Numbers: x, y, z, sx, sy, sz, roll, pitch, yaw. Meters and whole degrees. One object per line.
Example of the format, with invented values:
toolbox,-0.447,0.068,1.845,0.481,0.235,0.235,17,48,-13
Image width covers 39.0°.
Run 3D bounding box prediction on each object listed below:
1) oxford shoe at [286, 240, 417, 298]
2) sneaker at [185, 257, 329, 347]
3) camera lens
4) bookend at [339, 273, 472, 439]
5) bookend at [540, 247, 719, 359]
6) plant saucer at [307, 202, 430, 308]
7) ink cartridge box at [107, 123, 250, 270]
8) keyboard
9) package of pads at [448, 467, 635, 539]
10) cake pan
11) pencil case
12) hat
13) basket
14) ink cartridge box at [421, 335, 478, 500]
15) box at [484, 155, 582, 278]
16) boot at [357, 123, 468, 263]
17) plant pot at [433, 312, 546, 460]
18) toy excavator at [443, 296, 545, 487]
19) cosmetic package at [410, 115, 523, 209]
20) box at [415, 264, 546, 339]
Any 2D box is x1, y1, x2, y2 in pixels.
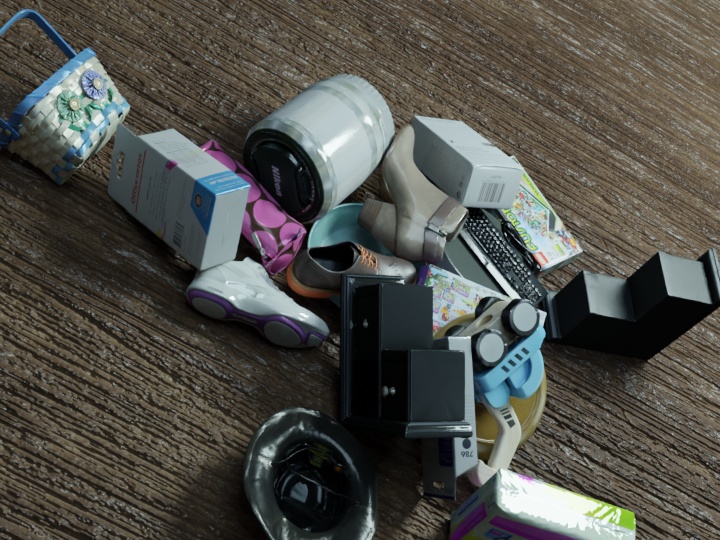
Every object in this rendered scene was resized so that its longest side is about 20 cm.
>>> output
oxford shoe,0.000,0.000,1.396,0.196,0.073,0.072,-1,58,-29
sneaker,-0.128,0.034,1.354,0.197,0.075,0.101,24,51,-10
camera lens,-0.061,-0.177,1.474,0.160,0.161,0.200,43,50,6
bookend,0.052,0.101,1.267,0.090,0.199,0.203,3,85,-24
bookend,0.408,0.038,1.541,0.196,0.199,0.094,10,56,-19
plant saucer,0.010,-0.004,1.476,0.196,0.036,0.203,13,55,-19
ink cartridge box,-0.242,-0.106,1.338,0.199,0.117,0.067,36,35,27
keyboard,0.216,-0.038,1.534,0.201,0.040,0.104,52,42,4
package of pads,0.223,0.334,1.278,0.197,0.155,0.069,21,48,-11
cake pan,0.177,-0.021,1.547,0.198,0.037,0.203,23,46,-26
pencil case,-0.166,-0.088,1.409,0.200,0.091,0.093,42,41,9
hat,-0.070,0.271,1.223,0.197,0.081,0.203,20,45,-21
basket,-0.418,-0.235,1.347,0.199,0.139,0.178,39,50,-10
ink cartridge box,0.111,0.189,1.310,0.038,0.099,0.205,2,82,-22
box,0.264,-0.087,1.660,0.109,0.035,0.202,-22,70,-35
boot,0.089,-0.107,1.490,0.144,0.070,0.203,21,73,12
plant pot,0.175,0.158,1.403,0.196,0.027,0.205,3,81,-19
toy excavator,0.187,0.162,1.349,0.194,0.100,0.202,-38,104,-18
cosmetic package,0.157,-0.170,1.579,0.100,0.075,0.200,1,29,-29
box,0.157,0.092,1.442,0.197,0.039,0.139,22,76,-16
